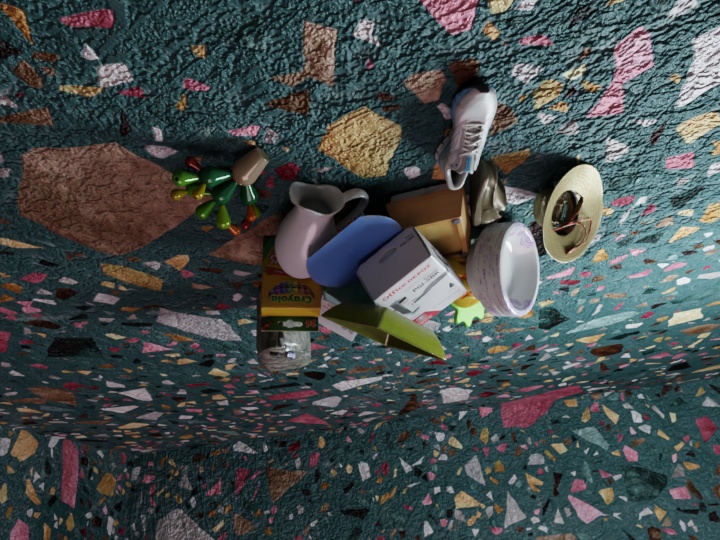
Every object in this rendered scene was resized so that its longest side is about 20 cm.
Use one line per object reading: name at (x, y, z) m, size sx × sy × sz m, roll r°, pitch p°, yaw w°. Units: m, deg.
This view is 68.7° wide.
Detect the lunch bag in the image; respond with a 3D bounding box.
lunch bag at (-0.201, 0.142, 1.332) m, size 0.137 × 0.203 × 0.168 m, roll -7°, pitch 154°, yaw 3°

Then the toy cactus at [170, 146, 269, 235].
toy cactus at (-0.224, -0.150, 0.913) m, size 0.164 × 0.103 × 0.199 m, roll -38°, pitch 140°, yaw 17°

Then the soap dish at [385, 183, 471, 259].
soap dish at (0.147, -0.087, 1.083) m, size 0.155 × 0.082 × 0.200 m, roll -11°, pitch 153°, yaw 12°

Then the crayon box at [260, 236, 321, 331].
crayon box at (-0.146, 0.027, 1.116) m, size 0.125 × 0.203 × 0.051 m, roll 1°, pitch 153°, yaw -9°

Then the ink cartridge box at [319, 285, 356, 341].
ink cartridge box at (-0.055, 0.096, 1.253) m, size 0.115 × 0.067 × 0.200 m, roll 30°, pitch -171°, yaw -9°

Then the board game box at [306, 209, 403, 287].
board game box at (-0.012, -0.045, 1.017) m, size 0.199 × 0.039 × 0.157 m, roll -37°, pitch 143°, yaw 19°

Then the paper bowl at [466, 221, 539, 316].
paper bowl at (0.304, -0.002, 1.148) m, size 0.103 × 0.204 × 0.200 m, roll -1°, pitch 162°, yaw 42°

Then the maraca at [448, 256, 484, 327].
maraca at (0.250, 0.036, 1.248) m, size 0.136 × 0.203 × 0.107 m, roll -24°, pitch -160°, yaw -20°

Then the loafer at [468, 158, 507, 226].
loafer at (0.242, -0.150, 0.995) m, size 0.066 × 0.077 × 0.200 m, roll -9°, pitch 162°, yaw 6°

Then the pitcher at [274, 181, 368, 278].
pitcher at (-0.078, -0.080, 1.036) m, size 0.169 × 0.122 × 0.201 m, roll -8°, pitch 144°, yaw -26°

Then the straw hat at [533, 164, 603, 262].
straw hat at (0.393, -0.118, 1.054) m, size 0.199 × 0.203 × 0.085 m, roll 19°, pitch -173°, yaw -39°

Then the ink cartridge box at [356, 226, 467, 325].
ink cartridge box at (0.107, 0.022, 1.057) m, size 0.146 × 0.083 × 0.200 m, roll -38°, pitch 144°, yaw 13°

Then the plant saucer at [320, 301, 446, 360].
plant saucer at (0.051, 0.114, 1.065) m, size 0.199 × 0.048 × 0.199 m, roll 29°, pitch 166°, yaw -33°

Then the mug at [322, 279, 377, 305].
mug at (-0.006, 0.000, 1.173) m, size 0.150 × 0.116 × 0.185 m, roll 10°, pitch -170°, yaw -31°

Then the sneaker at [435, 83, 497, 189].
sneaker at (0.176, -0.207, 0.854) m, size 0.074 × 0.088 × 0.201 m, roll -1°, pitch 151°, yaw -5°
